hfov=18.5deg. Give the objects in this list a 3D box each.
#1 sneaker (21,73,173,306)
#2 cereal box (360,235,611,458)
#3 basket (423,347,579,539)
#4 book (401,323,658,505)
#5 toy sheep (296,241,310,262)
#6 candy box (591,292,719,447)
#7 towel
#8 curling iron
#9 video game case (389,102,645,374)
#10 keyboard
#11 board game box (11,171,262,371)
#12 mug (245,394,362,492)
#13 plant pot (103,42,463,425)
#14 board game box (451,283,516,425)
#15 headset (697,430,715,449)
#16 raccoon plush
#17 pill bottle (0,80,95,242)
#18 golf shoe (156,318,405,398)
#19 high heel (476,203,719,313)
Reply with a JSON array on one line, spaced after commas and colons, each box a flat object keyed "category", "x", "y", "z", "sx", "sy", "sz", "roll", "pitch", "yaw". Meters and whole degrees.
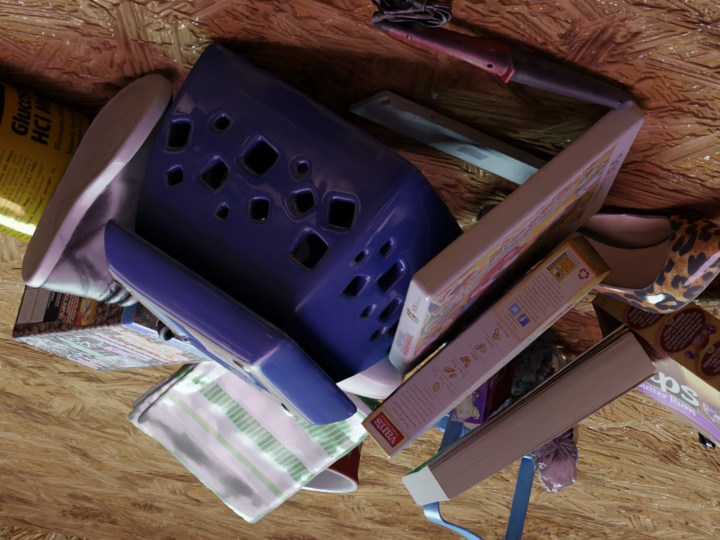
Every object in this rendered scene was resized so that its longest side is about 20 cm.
[{"category": "sneaker", "x": -0.171, "y": -0.057, "z": 1.688, "sx": 0.099, "sy": 0.200, "sz": 0.071, "roll": 22, "pitch": -155, "yaw": -27}, {"category": "cereal box", "x": 0.093, "y": 0.053, "z": 1.605, "sx": 0.040, "sy": 0.200, "sz": 0.144, "roll": 50, "pitch": -172, "yaw": 4}, {"category": "basket", "x": 0.128, "y": 0.159, "z": 2.078, "sx": 0.138, "sy": 0.201, "sz": 0.176, "roll": 4, "pitch": 160, "yaw": 29}, {"category": "book", "x": 0.133, "y": 0.124, "z": 1.800, "sx": 0.048, "sy": 0.200, "sz": 0.134, "roll": 56, "pitch": 168, "yaw": 2}, {"category": "toy sheep", "x": 0.000, "y": 0.000, "z": 1.782, "sx": 0.137, "sy": 0.139, "sz": 0.200, "roll": 9, "pitch": 175, "yaw": 14}, {"category": "candy box", "x": 0.284, "y": 0.087, "z": 1.792, "sx": 0.200, "sy": 0.056, "sz": 0.117, "roll": 35, "pitch": 164, "yaw": 31}, {"category": "towel", "x": -0.087, "y": 0.121, "z": 1.847, "sx": 0.152, "sy": 0.023, "sz": 0.200, "roll": 42, "pitch": 129, "yaw": -10}, {"category": "curling iron", "x": 0.093, "y": -0.137, "z": 1.424, "sx": 0.199, "sy": 0.026, "sz": 0.050, "roll": 21, "pitch": 165, "yaw": -25}, {"category": "video game case", "x": 0.105, "y": -0.020, "z": 1.532, "sx": 0.023, "sy": 0.200, "sz": 0.182, "roll": 48, "pitch": 164, "yaw": 11}, {"category": "keyboard", "x": 0.087, "y": -0.089, "z": 1.630, "sx": 0.199, "sy": 0.011, "sz": 0.056, "roll": 22, "pitch": 167, "yaw": -26}, {"category": "board game box", "x": -0.185, "y": -0.009, "z": 1.847, "sx": 0.097, "sy": 0.160, "sz": 0.200, "roll": 24, "pitch": 162, "yaw": -34}, {"category": "mug", "x": -0.038, "y": 0.079, "z": 1.953, "sx": 0.133, "sy": 0.201, "sz": 0.177, "roll": 18, "pitch": 163, "yaw": -14}, {"category": "plant pot", "x": -0.057, "y": -0.014, "z": 1.583, "sx": 0.200, "sy": 0.180, "sz": 0.200, "roll": 31, "pitch": 171, "yaw": 25}, {"category": "board game box", "x": 0.107, "y": 0.053, "z": 1.776, "sx": 0.032, "sy": 0.121, "sz": 0.200, "roll": 13, "pitch": -174, "yaw": 9}, {"category": "headset", "x": 0.374, "y": 0.093, "z": 1.855, "sx": 0.199, "sy": 0.094, "sz": 0.123, "roll": -12, "pitch": 152, "yaw": 33}, {"category": "raccoon plush", "x": 0.122, "y": 0.104, "z": 1.950, "sx": 0.096, "sy": 0.201, "sz": 0.134, "roll": -9, "pitch": 172, "yaw": -5}, {"category": "pill bottle", "x": -0.291, "y": -0.092, "z": 1.736, "sx": 0.199, "sy": 0.113, "sz": 0.112, "roll": 21, "pitch": 163, "yaw": -25}, {"category": "golf shoe", "x": -0.064, "y": 0.060, "z": 1.714, "sx": 0.199, "sy": 0.092, "sz": 0.073, "roll": 23, "pitch": 138, "yaw": 3}, {"category": "high heel", "x": 0.182, "y": -0.022, "z": 1.672, "sx": 0.142, "sy": 0.072, "sz": 0.200, "roll": 23, "pitch": 163, "yaw": -22}]
